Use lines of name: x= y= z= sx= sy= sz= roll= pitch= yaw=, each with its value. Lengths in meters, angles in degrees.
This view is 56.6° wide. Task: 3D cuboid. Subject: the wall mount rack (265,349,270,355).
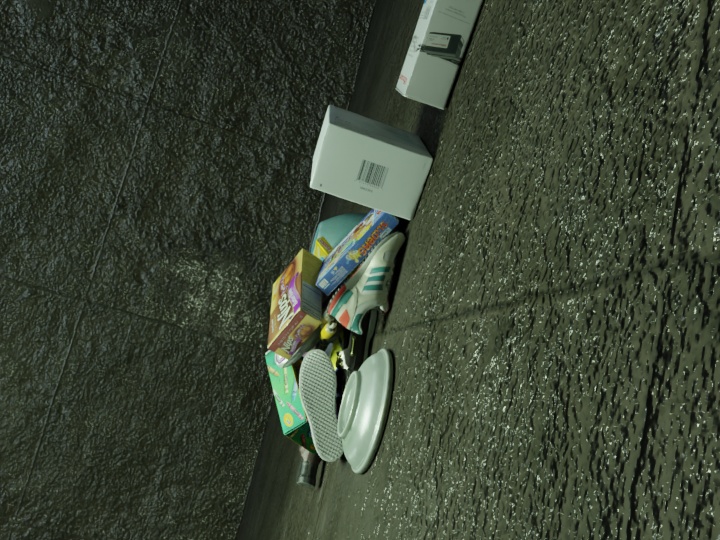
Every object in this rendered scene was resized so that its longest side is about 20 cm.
wall mount rack: x=-0.159 y=0.101 z=1.538 sx=0.201 sy=0.073 sz=0.177 roll=113 pitch=170 yaw=-57

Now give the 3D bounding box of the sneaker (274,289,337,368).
sneaker: x=-0.094 y=0.135 z=1.381 sx=0.074 sy=0.101 sz=0.200 roll=14 pitch=53 yaw=46

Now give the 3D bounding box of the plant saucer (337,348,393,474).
plant saucer: x=0.000 y=0.223 z=1.088 sx=0.200 sy=0.049 sz=0.205 roll=-164 pitch=89 yaw=-82

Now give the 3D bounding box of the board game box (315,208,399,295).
board game box: x=-0.004 y=-0.054 z=1.302 sx=0.200 sy=0.034 sz=0.136 roll=-45 pitch=12 yaw=17

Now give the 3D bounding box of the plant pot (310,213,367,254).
plant pot: x=-0.047 y=-0.050 z=1.588 sx=0.200 sy=0.132 sz=0.205 roll=-164 pitch=90 yaw=-82

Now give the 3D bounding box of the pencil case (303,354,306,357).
pencil case: x=-0.109 y=0.165 z=1.569 sx=0.199 sy=0.086 sz=0.089 roll=-13 pitch=-58 yaw=-70

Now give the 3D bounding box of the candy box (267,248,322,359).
candy box: x=-0.128 y=0.063 z=1.325 sx=0.117 sy=0.056 sz=0.202 roll=-47 pitch=24 yaw=27

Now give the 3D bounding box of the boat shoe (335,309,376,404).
boat shoe: x=-0.018 y=0.160 z=1.268 sx=0.072 sy=0.059 sz=0.206 roll=127 pitch=157 yaw=-65

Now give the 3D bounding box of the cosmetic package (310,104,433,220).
cosmetic package: x=0.015 y=-0.209 z=1.253 sx=0.201 sy=0.195 sz=0.125 roll=-99 pitch=27 yaw=-68

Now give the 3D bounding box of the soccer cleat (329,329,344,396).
soccer cleat: x=-0.027 y=0.157 z=1.345 sx=0.083 sy=0.064 sz=0.205 roll=14 pitch=85 yaw=56

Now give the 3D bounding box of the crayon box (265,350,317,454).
crayon box: x=-0.126 y=0.263 z=1.382 sx=0.058 sy=0.119 sz=0.202 roll=-31 pitch=48 yaw=10

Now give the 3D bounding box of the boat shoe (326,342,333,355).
boat shoe: x=-0.062 y=0.188 z=1.472 sx=0.201 sy=0.072 sz=0.066 roll=-58 pitch=-20 yaw=-49

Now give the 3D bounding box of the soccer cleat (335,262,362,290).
soccer cleat: x=0.000 y=0.001 z=1.363 sx=0.201 sy=0.082 sz=0.066 roll=117 pitch=167 yaw=-50

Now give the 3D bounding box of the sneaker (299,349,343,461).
sneaker: x=-0.073 y=0.255 z=1.266 sx=0.114 sy=0.071 sz=0.206 roll=87 pitch=176 yaw=-81

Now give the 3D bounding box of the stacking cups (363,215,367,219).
stacking cups: x=0.012 y=-0.016 z=1.445 sx=0.061 sy=0.059 sz=0.204 roll=-88 pitch=11 yaw=-58

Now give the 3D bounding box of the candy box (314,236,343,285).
candy box: x=-0.074 y=0.026 z=1.509 sx=0.103 sy=0.026 sz=0.202 roll=51 pitch=150 yaw=28

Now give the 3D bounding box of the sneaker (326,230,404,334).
sneaker: x=0.030 y=0.025 z=1.206 sx=0.200 sy=0.093 sz=0.070 roll=-49 pitch=-5 yaw=-10

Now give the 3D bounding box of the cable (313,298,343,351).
cable: x=-0.076 y=0.123 z=1.303 sx=0.201 sy=0.049 sz=0.099 roll=125 pitch=160 yaw=-43

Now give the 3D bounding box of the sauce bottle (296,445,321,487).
sauce bottle: x=-0.096 y=0.356 z=1.428 sx=0.066 sy=0.064 sz=0.204 roll=122 pitch=159 yaw=-61

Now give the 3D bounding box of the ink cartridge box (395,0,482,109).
ink cartridge box: x=0.138 y=-0.405 z=1.195 sx=0.145 sy=0.082 sz=0.204 roll=-97 pitch=25 yaw=-70
